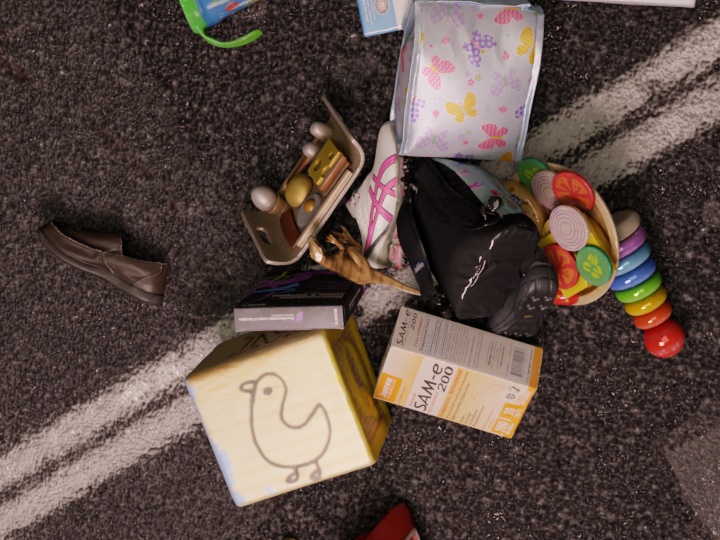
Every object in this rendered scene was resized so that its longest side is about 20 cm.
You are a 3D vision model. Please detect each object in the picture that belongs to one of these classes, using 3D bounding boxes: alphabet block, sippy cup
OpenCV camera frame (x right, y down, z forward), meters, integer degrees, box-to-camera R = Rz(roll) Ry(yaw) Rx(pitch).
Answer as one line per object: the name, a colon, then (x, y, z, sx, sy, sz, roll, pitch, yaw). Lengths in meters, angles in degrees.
alphabet block: (-0.090, 0.173, 1.710, 0.198, 0.196, 0.197, -20, 99, 12)
sippy cup: (-0.176, -0.391, 1.650, 0.129, 0.140, 0.179, -17, 123, 2)

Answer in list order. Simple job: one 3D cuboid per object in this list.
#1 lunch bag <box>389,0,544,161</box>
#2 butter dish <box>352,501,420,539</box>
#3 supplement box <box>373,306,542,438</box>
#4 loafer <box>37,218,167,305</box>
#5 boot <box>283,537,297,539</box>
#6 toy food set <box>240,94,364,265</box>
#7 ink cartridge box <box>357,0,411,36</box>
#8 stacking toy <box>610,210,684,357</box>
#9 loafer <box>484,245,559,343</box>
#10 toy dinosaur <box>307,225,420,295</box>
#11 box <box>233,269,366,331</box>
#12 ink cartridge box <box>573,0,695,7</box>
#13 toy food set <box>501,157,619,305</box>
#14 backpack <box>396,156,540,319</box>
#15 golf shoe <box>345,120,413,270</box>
lunch bag: (0.132, -0.249, 1.591, 0.168, 0.128, 0.201, 1, 126, -8)
butter dish: (0.011, 0.451, 1.763, 0.147, 0.200, 0.201, -14, 99, 27)
supplement box: (0.127, 0.137, 1.692, 0.198, 0.074, 0.127, 16, 140, 0)
loafer: (-0.353, -0.025, 1.781, 0.199, 0.073, 0.072, 28, 94, -3)
boot: (-0.072, 0.513, 1.842, 0.174, 0.066, 0.202, 24, 103, 3)
toy food set: (-0.080, -0.120, 1.671, 0.060, 0.144, 0.201, 26, 108, -31)
ink cartridge box: (0.091, -0.390, 1.624, 0.198, 0.084, 0.147, -10, 99, 11)
stacking toy: (0.364, 0.026, 1.671, 0.085, 0.085, 0.201, -26, 100, 13)
loafer: (0.207, 0.040, 1.666, 0.067, 0.201, 0.071, 3, 60, -12)
toy dinosaur: (0.000, 0.000, 1.671, 0.199, 0.106, 0.061, 18, 114, -31)
box: (-0.075, 0.037, 1.676, 0.141, 0.200, 0.036, -2, 104, 9)
ink cartridge box: (0.331, -0.437, 1.600, 0.194, 0.043, 0.202, 6, 100, 9)
toy food set: (0.248, -0.048, 1.637, 0.201, 0.048, 0.198, 60, 143, 6)
backpack: (0.132, -0.051, 1.608, 0.126, 0.200, 0.168, 14, 119, -37)
golf shoe: (0.023, -0.100, 1.699, 0.091, 0.073, 0.202, 5, 102, 10)
